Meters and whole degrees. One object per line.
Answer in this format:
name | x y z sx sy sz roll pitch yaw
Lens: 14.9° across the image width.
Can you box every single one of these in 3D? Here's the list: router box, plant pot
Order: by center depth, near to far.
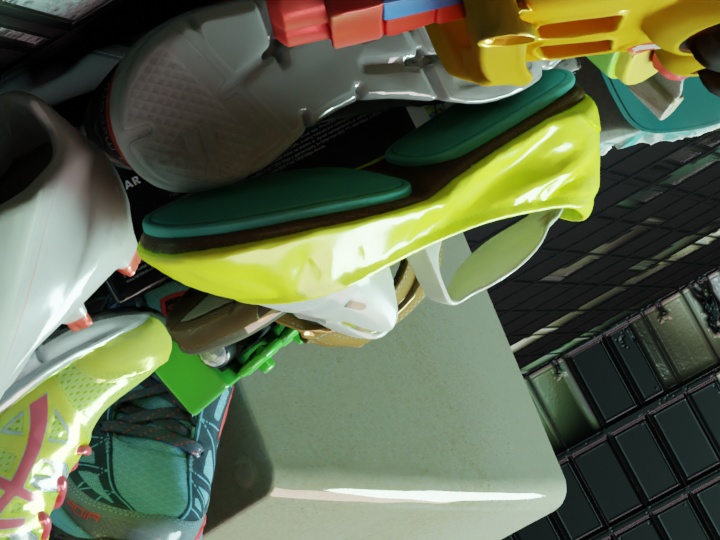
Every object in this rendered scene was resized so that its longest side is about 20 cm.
router box | -0.020 -0.051 1.101 0.200 0.051 0.149 -27 -178 -6
plant pot | -0.052 0.071 1.393 0.200 0.200 0.177 -33 160 34

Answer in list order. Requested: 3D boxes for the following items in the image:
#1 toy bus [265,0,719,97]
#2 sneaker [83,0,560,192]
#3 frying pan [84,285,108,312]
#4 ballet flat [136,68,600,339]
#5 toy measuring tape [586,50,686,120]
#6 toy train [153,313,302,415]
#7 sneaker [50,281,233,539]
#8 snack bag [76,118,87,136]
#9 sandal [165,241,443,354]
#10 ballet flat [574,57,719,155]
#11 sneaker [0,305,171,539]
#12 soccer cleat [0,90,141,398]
toy bus | 0.063 -0.111 0.856 0.192 0.136 0.200 -15 175 3
sneaker | -0.013 -0.085 0.986 0.200 0.077 0.082 -19 -171 -26
frying pan | -0.188 0.049 1.301 0.190 0.031 0.115 -28 170 18
ballet flat | 0.012 -0.014 0.972 0.200 0.067 0.067 -23 -158 -36
toy measuring tape | 0.109 -0.093 1.090 0.074 0.074 0.200 -27 163 -11
toy train | -0.023 0.004 1.169 0.056 0.042 0.200 -42 178 34
sneaker | -0.091 0.046 1.178 0.200 0.079 0.096 -91 -159 -58
snack bag | -0.172 0.023 1.035 0.200 0.021 0.189 -51 -176 -32
sandal | 0.000 0.000 1.092 0.080 0.054 0.200 -24 -178 32
ballet flat | 0.115 -0.091 1.288 0.200 0.072 0.072 -16 177 22
sneaker | -0.143 0.091 1.049 0.200 0.090 0.078 -40 -176 -12
soccer cleat | -0.143 0.029 0.899 0.069 0.078 0.200 0 -132 38
